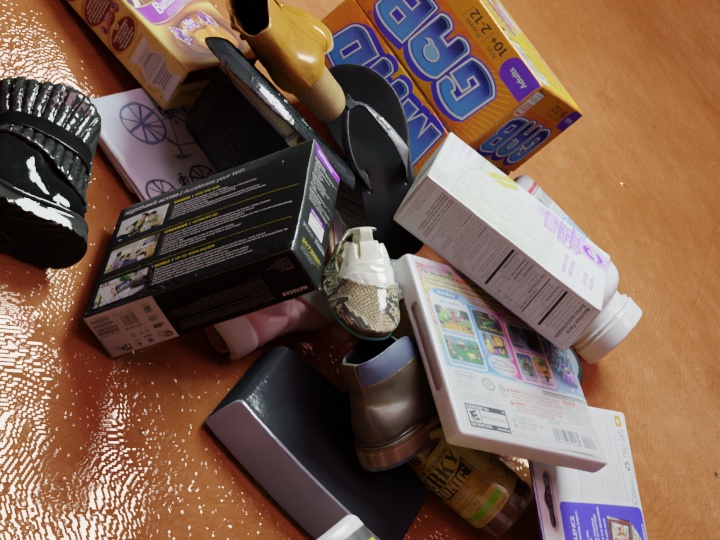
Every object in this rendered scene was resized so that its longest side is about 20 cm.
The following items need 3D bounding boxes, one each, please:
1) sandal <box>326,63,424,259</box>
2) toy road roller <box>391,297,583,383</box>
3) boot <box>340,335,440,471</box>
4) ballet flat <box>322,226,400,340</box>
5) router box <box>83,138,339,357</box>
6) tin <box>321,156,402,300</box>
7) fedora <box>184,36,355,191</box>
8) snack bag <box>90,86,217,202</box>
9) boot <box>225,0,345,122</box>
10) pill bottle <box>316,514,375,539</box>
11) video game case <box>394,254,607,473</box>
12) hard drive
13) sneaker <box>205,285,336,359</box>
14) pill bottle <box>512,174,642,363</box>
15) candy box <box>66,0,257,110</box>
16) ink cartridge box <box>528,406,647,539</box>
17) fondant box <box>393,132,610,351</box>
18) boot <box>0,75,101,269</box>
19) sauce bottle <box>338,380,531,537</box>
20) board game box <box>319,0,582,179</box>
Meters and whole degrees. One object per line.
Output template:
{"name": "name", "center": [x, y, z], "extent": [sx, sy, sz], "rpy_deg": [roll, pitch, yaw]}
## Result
{"name": "sandal", "center": [0.017, -0.111, 1.632], "extent": [0.043, 0.076, 0.202], "rpy_deg": [22, 47, -79]}
{"name": "toy road roller", "center": [0.117, 0.057, 1.660], "extent": [0.199, 0.123, 0.147], "rpy_deg": [35, 35, -24]}
{"name": "boot", "center": [0.055, 0.083, 1.479], "extent": [0.200, 0.074, 0.098], "rpy_deg": [-41, 121, -45]}
{"name": "ballet flat", "center": [0.000, 0.000, 1.516], "extent": [0.067, 0.076, 0.200], "rpy_deg": [9, 13, -8]}
{"name": "router box", "center": [-0.121, -0.019, 1.403], "extent": [0.051, 0.199, 0.150], "rpy_deg": [58, 26, -33]}
{"name": "tin", "center": [-0.002, -0.032, 1.698], "extent": [0.112, 0.042, 0.201], "rpy_deg": [28, 38, -34]}
{"name": "fedora", "center": [-0.097, -0.122, 1.571], "extent": [0.201, 0.092, 0.201], "rpy_deg": [47, 3, -4]}
{"name": "snack bag", "center": [-0.157, -0.094, 1.602], "extent": [0.201, 0.021, 0.188], "rpy_deg": [53, 35, 10]}
{"name": "boot", "center": [-0.083, -0.238, 1.605], "extent": [0.144, 0.071, 0.202], "rpy_deg": [50, 8, -41]}
{"name": "pill bottle", "center": [0.011, 0.300, 1.303], "extent": [0.200, 0.114, 0.114], "rpy_deg": [52, 34, 7]}
{"name": "video game case", "center": [0.126, 0.084, 1.507], "extent": [0.199, 0.024, 0.183], "rpy_deg": [16, 47, -42]}
{"name": "hard drive", "center": [-0.030, 0.162, 1.461], "extent": [0.200, 0.042, 0.135], "rpy_deg": [45, 34, -3]}
{"name": "sneaker", "center": [-0.088, 0.032, 1.518], "extent": [0.075, 0.105, 0.200], "rpy_deg": [50, 3, 17]}
{"name": "pill bottle", "center": [0.207, 0.002, 1.830], "extent": [0.200, 0.109, 0.109], "rpy_deg": [45, 34, -3]}
{"name": "candy box", "center": [-0.207, -0.252, 1.656], "extent": [0.200, 0.057, 0.116], "rpy_deg": [46, 33, 15]}
{"name": "ink cartridge box", "center": [0.203, 0.222, 1.595], "extent": [0.199, 0.043, 0.200], "rpy_deg": [16, 61, -52]}
{"name": "fondant box", "center": [0.135, -0.030, 1.570], "extent": [0.200, 0.058, 0.144], "rpy_deg": [39, 23, -4]}
{"name": "boot", "center": [-0.306, -0.106, 1.392], "extent": [0.211, 0.079, 0.159], "rpy_deg": [33, 42, -39]}
{"name": "sauce bottle", "center": [0.064, 0.164, 1.548], "extent": [0.199, 0.065, 0.065], "rpy_deg": [37, 35, -7]}
{"name": "board game box", "center": [0.077, -0.190, 1.748], "extent": [0.201, 0.199, 0.200], "rpy_deg": [55, 14, 14]}
